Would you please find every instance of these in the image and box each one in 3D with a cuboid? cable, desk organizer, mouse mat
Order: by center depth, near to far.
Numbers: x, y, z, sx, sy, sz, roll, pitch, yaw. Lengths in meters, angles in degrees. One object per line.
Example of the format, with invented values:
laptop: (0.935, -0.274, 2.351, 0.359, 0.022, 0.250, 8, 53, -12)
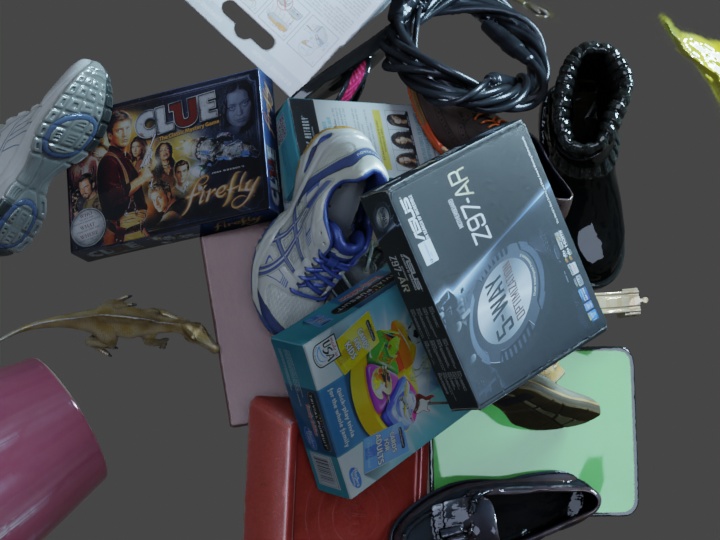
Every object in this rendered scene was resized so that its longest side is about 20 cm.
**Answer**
cable: (0.096, -0.194, 1.512, 0.163, 0.200, 0.051, 25, 126, -12)
desk organizer: (-0.096, 0.041, 1.538, 0.077, 0.072, 0.201, -9, 85, -3)
mouse mat: (0.163, 0.152, 1.577, 0.199, 0.008, 0.161, 0, 84, -5)

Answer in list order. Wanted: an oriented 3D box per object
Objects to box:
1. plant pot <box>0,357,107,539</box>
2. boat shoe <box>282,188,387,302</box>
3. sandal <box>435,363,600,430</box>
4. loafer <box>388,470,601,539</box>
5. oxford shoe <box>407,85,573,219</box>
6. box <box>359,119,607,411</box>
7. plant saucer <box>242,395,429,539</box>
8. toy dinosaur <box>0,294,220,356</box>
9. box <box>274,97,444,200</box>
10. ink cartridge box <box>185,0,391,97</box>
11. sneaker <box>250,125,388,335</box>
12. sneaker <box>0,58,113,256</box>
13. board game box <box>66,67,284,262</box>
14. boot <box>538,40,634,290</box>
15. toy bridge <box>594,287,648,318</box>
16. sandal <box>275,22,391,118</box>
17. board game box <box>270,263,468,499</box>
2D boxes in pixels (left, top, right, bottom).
plant pot: (-0.329, 0.174, 1.457, 0.179, 0.200, 0.200, -31, 87, -22)
boat shoe: (0.000, 0.000, 1.530, 0.071, 0.072, 0.200, -23, 108, 35)
sandal: (0.146, 0.098, 1.501, 0.200, 0.080, 0.054, 25, 59, -39)
loafer: (0.124, 0.221, 1.508, 0.199, 0.063, 0.072, -12, 92, -23)
oxford shoe: (0.121, -0.119, 1.502, 0.071, 0.073, 0.200, -32, 76, -36)
box: (0.106, -0.005, 1.410, 0.160, 0.043, 0.200, -28, 99, -32)
plant saucer: (-0.012, 0.216, 1.491, 0.200, 0.037, 0.200, 7, 83, -37)
toy dinosaur: (-0.225, 0.046, 1.512, 0.199, 0.101, 0.058, 2, 84, -3)
box: (0.024, -0.106, 1.527, 0.199, 0.049, 0.082, 1, 61, -24)
ink cartridge box: (-0.054, -0.287, 1.591, 0.163, 0.057, 0.200, 43, 91, 1)
sneaker: (-0.036, -0.022, 1.436, 0.075, 0.088, 0.200, 7, 114, -28)
sneaker: (-0.302, -0.113, 1.516, 0.087, 0.074, 0.200, 42, 97, 35)
board game box: (-0.171, -0.094, 1.514, 0.199, 0.035, 0.136, -12, 72, 18)
boot: (0.207, -0.092, 1.528, 0.079, 0.158, 0.212, -9, 85, -5)
toy bridge: (0.170, 0.037, 1.559, 0.199, 0.067, 0.027, -6, 85, -4)
sandal: (-0.014, -0.170, 1.565, 0.200, 0.075, 0.045, -38, 90, -10)
board game box: (0.027, 0.082, 1.461, 0.200, 0.047, 0.151, -32, 117, -34)
